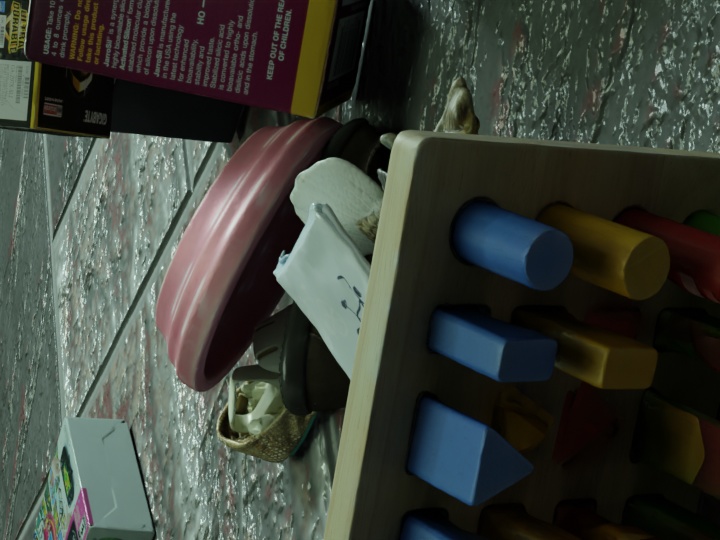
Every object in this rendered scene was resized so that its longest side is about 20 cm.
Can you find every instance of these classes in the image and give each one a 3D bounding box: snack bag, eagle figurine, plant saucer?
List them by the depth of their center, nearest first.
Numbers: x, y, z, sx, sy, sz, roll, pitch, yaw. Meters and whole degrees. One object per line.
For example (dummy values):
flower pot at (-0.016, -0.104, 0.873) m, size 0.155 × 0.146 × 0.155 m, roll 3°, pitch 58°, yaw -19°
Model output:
eagle figurine at (0.064, -0.006, 0.978) m, size 0.151 × 0.152 × 0.200 m, roll -47°, pitch 33°, yaw 26°
snack bag at (0.017, 0.061, 1.021) m, size 0.200 × 0.021 × 0.189 m, roll 56°, pitch 168°, yaw 4°
plant saucer at (-0.076, -0.017, 1.281) m, size 0.201 × 0.051 × 0.201 m, roll -60°, pitch -8°, yaw -14°

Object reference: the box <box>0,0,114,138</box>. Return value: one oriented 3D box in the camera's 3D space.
box at (-0.218, -0.177, 1.383) m, size 0.200 × 0.049 × 0.160 m, roll -11°, pitch -76°, yaw -83°

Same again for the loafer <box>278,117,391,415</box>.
loafer at (0.000, 0.000, 1.225) m, size 0.073 × 0.071 × 0.200 m, roll 74°, pitch -156°, yaw -69°

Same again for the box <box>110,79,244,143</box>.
box at (-0.147, -0.242, 1.551) m, size 0.200 × 0.123 × 0.199 m, roll -109°, pitch 33°, yaw -43°

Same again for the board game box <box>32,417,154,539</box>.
board game box at (-0.253, 0.258, 1.784) m, size 0.148 × 0.064 × 0.200 m, roll -112°, pitch 33°, yaw -49°

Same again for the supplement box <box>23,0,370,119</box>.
supplement box at (-0.103, -0.173, 1.281) m, size 0.131 × 0.200 × 0.103 m, roll -51°, pitch -28°, yaw -75°

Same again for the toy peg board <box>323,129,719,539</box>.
toy peg board at (0.103, 0.054, 0.794) m, size 0.098 × 0.199 × 0.200 m, roll 23°, pitch 107°, yaw 51°

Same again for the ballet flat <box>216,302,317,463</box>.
ballet flat at (-0.049, 0.068, 1.317) m, size 0.200 × 0.065 × 0.071 m, roll 118°, pitch 150°, yaw -44°
